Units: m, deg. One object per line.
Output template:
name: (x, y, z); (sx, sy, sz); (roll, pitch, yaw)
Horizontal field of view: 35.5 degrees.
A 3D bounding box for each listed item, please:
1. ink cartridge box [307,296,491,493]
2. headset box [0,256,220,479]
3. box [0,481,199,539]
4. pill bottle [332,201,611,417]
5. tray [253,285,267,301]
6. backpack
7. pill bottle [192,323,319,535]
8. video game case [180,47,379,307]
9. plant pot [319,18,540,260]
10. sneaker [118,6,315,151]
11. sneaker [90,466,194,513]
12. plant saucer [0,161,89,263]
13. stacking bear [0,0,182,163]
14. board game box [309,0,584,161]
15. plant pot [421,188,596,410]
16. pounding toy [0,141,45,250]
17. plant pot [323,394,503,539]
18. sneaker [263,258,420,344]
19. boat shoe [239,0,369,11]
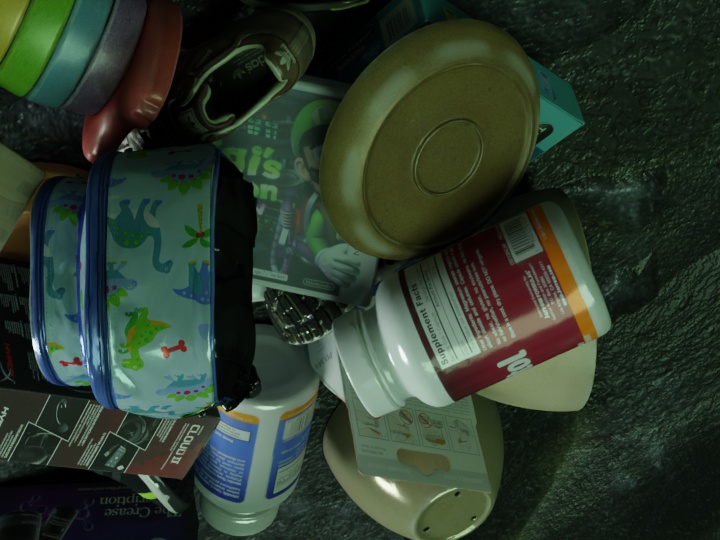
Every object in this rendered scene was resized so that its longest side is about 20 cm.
ink cartridge box: (0.032, 0.113, 1.047); (0.160, 0.202, 0.050); (15, 142, -35)
headset box: (-0.209, 0.077, 0.883); (0.199, 0.149, 0.077); (14, 123, -36)
box: (-0.258, 0.276, 1.059); (0.198, 0.142, 0.079); (-3, 133, -2)
pill bottle: (0.084, 0.036, 0.880); (0.199, 0.114, 0.113); (-25, 136, 9)
tray: (-0.087, -0.043, 0.977); (0.106, 0.022, 0.201); (-5, 131, -23)
backpack: (-0.141, 0.008, 0.748); (0.145, 0.200, 0.185); (-1, 87, -4)
pill bottle: (-0.107, 0.160, 1.085); (0.111, 0.112, 0.201); (-5, 131, -22)
video game case: (-0.073, -0.070, 0.883); (0.198, 0.023, 0.183); (12, 120, 1)
plant pot: (0.061, -0.089, 0.852); (0.198, 0.027, 0.202); (-19, 130, -24)
sneaker: (-0.122, -0.120, 0.803); (0.199, 0.076, 0.071); (-31, 111, 24)
sneaker: (-0.236, 0.154, 1.037); (0.082, 0.072, 0.200); (-30, 113, 23)
plant saucer: (-0.270, 0.004, 0.920); (0.198, 0.038, 0.201); (-13, 134, -14)
stacking bear: (-0.228, -0.170, 0.736); (0.199, 0.115, 0.121); (24, 153, -27)
board game box: (0.063, -0.132, 0.921); (0.199, 0.047, 0.151); (22, 134, -41)
plant pot: (0.121, 0.031, 1.025); (0.133, 0.201, 0.202); (-4, 132, -5)
pounding toy: (-0.334, -0.055, 0.745); (0.184, 0.199, 0.143); (37, 79, -43)
plant pot: (0.075, 0.209, 1.201); (0.198, 0.135, 0.202); (-14, 133, -15)
sneaker: (0.000, 0.000, 0.987); (0.199, 0.079, 0.089); (-35, 164, 26)
boat shoe: (-0.006, -0.225, 0.826); (0.199, 0.061, 0.072); (-11, 132, -17)
